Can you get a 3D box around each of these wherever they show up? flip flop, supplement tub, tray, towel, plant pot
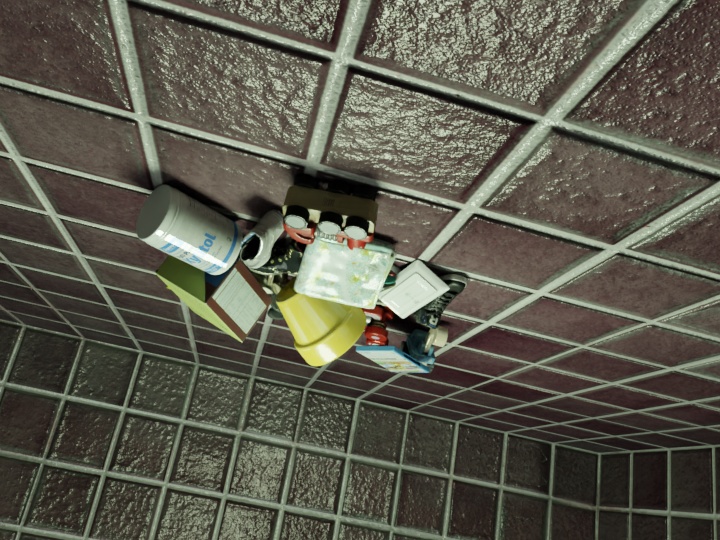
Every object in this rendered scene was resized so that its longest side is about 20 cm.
[{"bbox_3d":[-0.213,0.011,1.609,0.056,0.082,0.200,-8,160,1],"label":"flip flop"},{"bbox_3d":[-0.369,-0.085,1.348,0.131,0.134,0.199,-8,154,41],"label":"supplement tub"},{"bbox_3d":[0.119,0.055,1.507,0.107,0.022,0.200,39,140,-10],"label":"tray"},{"bbox_3d":[-0.034,-0.003,1.376,0.197,0.048,0.173,13,120,-13],"label":"towel"},{"bbox_3d":[-0.114,0.108,1.587,0.199,0.202,0.190,-13,121,48],"label":"plant pot"}]

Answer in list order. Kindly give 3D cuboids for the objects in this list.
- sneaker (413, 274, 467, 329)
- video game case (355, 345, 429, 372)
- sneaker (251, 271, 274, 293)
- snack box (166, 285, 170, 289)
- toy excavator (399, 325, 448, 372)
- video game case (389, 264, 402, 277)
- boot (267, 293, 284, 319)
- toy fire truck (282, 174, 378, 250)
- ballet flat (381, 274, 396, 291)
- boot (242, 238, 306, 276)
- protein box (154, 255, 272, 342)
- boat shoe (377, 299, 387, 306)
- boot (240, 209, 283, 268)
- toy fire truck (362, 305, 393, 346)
[{"bbox_3d":[0.199,0.086,1.528,0.072,0.114,0.200,16,159,-18],"label":"sneaker"},{"bbox_3d":[0.098,0.267,1.853,0.141,0.018,0.199,-6,151,38],"label":"video game case"},{"bbox_3d":[-0.289,0.016,1.649,0.083,0.076,0.200,3,159,8],"label":"sneaker"},{"bbox_3d":[-0.446,0.032,1.787,0.167,0.069,0.199,24,157,-30],"label":"snack box"},{"bbox_3d":[0.204,0.225,1.924,0.098,0.203,0.195,14,-156,-11],"label":"toy excavator"},{"bbox_3d":[0.000,0.000,1.542,0.198,0.018,0.142,-8,153,41],"label":"video game case"},{"bbox_3d":[-0.226,0.103,1.815,0.163,0.067,0.199,0,170,-33],"label":"boot"},{"bbox_3d":[-0.055,-0.092,1.217,0.173,0.130,0.201,10,150,4],"label":"toy fire truck"},{"bbox_3d":[-0.014,0.032,1.476,0.197,0.073,0.072,8,161,-18],"label":"ballet flat"},{"bbox_3d":[-0.176,-0.043,1.446,0.200,0.075,0.154,9,158,-9],"label":"boot"},{"bbox_3d":[-0.361,0.042,1.542,0.197,0.136,0.201,25,158,31],"label":"protein box"},{"bbox_3d":[0.033,0.061,1.652,0.198,0.058,0.066,-2,-168,41],"label":"boat shoe"},{"bbox_3d":[-0.236,-0.050,1.352,0.073,0.096,0.200,41,138,2],"label":"boot"},{"bbox_3d":[0.006,0.142,1.776,0.165,0.114,0.201,9,159,8],"label":"toy fire truck"}]
